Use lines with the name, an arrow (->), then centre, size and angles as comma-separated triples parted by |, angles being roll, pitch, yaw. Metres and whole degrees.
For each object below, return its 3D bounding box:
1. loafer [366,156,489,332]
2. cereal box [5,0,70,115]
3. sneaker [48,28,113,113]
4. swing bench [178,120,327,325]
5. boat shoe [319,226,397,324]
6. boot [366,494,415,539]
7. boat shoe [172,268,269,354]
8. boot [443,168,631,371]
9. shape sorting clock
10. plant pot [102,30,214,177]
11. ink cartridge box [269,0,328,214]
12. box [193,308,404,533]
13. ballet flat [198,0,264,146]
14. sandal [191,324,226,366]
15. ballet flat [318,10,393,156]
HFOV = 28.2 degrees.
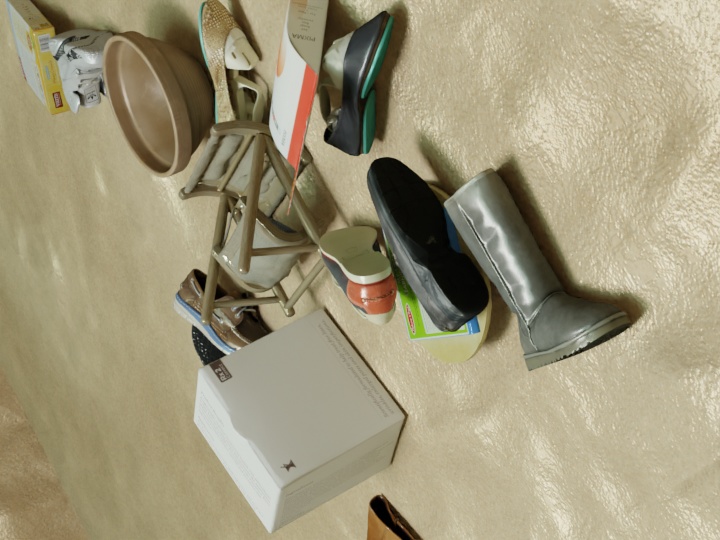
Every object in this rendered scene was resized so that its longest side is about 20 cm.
loafer -> 0.057, -0.025, 1.503 | 0.201, 0.072, 0.072 | 63, 146, 17
cereal box -> -0.525, -0.354, 2.327 | 0.200, 0.039, 0.145 | -134, 31, -53
sneaker -> -0.407, -0.299, 2.164 | 0.200, 0.075, 0.116 | 25, 133, 58
swing bench -> -0.136, -0.060, 1.810 | 0.199, 0.129, 0.201 | 132, 130, -62
boat shoe -> 0.000, 0.000, 1.644 | 0.200, 0.071, 0.063 | -125, 19, -67
boot -> 0.060, 0.433, 1.973 | 0.189, 0.068, 0.201 | 54, 144, 35
boat shoe -> -0.190, 0.066, 2.070 | 0.199, 0.072, 0.073 | 31, 115, 24
boot -> 0.168, -0.009, 1.403 | 0.182, 0.072, 0.201 | -30, 79, 61
shape sorting clock -> 0.085, 0.004, 1.574 | 0.200, 0.039, 0.201 | 29, 127, 49
plant pot -> -0.262, -0.235, 1.936 | 0.201, 0.092, 0.202 | 40, 144, 38
ink cartridge box -> -0.077, -0.188, 1.576 | 0.163, 0.050, 0.201 | 107, 174, -53
box -> -0.083, 0.192, 1.853 | 0.199, 0.199, 0.131 | 52, 152, 24
ballet flat -> -0.153, -0.244, 1.787 | 0.065, 0.071, 0.201 | 9, 127, 26
sandal -> -0.199, 0.142, 2.160 | 0.201, 0.075, 0.048 | 66, 170, -1
ballet flat -> -0.011, -0.201, 1.535 | 0.073, 0.073, 0.201 | 50, 151, 27
